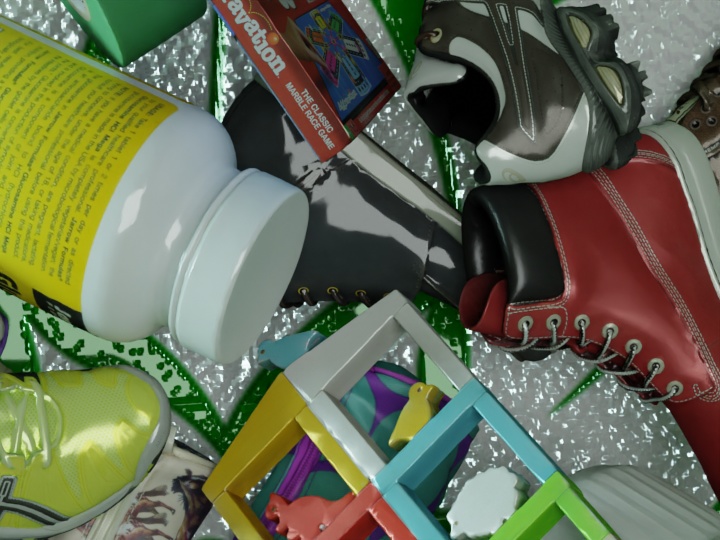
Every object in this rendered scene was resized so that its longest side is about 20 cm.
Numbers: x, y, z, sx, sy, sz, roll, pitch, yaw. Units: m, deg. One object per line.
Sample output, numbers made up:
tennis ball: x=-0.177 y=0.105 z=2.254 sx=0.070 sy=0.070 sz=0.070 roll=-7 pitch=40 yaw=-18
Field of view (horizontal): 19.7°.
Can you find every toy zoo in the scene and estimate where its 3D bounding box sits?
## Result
toy zoo: x=0.013 y=0.101 z=0.921 sx=0.131 sy=0.020 sz=0.200 roll=-46 pitch=57 yaw=5

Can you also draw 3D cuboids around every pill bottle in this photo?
pill bottle: x=-0.129 y=-0.037 z=0.935 sx=0.199 sy=0.112 sz=0.113 roll=25 pitch=85 yaw=14

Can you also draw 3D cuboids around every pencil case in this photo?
pencil case: x=-0.026 y=0.136 z=0.994 sx=0.092 sy=0.085 sz=0.201 roll=35 pitch=82 yaw=-39
pencil case: x=-0.136 y=0.161 z=0.974 sx=0.077 sy=0.089 sz=0.201 roll=27 pitch=84 yaw=-6

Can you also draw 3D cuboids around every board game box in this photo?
board game box: x=-0.027 y=-0.110 z=0.942 sx=0.019 sy=0.200 sz=0.103 roll=-35 pitch=96 yaw=12

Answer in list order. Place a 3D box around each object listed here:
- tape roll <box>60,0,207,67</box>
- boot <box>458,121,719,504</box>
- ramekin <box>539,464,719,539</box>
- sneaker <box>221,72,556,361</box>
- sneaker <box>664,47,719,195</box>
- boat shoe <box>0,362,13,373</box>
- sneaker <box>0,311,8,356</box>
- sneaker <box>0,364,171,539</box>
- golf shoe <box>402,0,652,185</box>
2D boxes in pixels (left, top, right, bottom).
tape roll: x=-0.142 y=-0.187 z=0.919 sx=0.048 sy=0.200 sz=0.201 roll=-33 pitch=95 yaw=-7
boot: x=0.121 y=0.044 z=0.966 sx=0.143 sy=0.072 sz=0.202 roll=-21 pitch=87 yaw=-30
ramekin: x=0.102 y=0.182 z=0.967 sx=0.094 sy=0.203 sz=0.203 roll=39 pitch=82 yaw=27
sneaker: x=0.000 y=0.000 z=1.016 sx=0.200 sy=0.075 sz=0.106 roll=40 pitch=94 yaw=-5
sneaker: x=0.191 y=-0.078 z=1.041 sx=0.075 sy=0.070 sz=0.202 roll=15 pitch=86 yaw=-8
boat shoe: x=-0.206 y=0.138 z=0.973 sx=0.065 sy=0.072 sz=0.201 roll=33 pitch=79 yaw=-7
sneaker: x=-0.253 y=0.032 z=0.946 sx=0.198 sy=0.083 sz=0.081 roll=1 pitch=69 yaw=19
sneaker: x=-0.180 y=0.081 z=0.910 sx=0.198 sy=0.077 sz=0.076 roll=-12 pitch=71 yaw=-7
golf shoe: x=0.052 y=-0.118 z=0.971 sx=0.094 sy=0.078 sz=0.201 roll=-21 pitch=50 yaw=-13
